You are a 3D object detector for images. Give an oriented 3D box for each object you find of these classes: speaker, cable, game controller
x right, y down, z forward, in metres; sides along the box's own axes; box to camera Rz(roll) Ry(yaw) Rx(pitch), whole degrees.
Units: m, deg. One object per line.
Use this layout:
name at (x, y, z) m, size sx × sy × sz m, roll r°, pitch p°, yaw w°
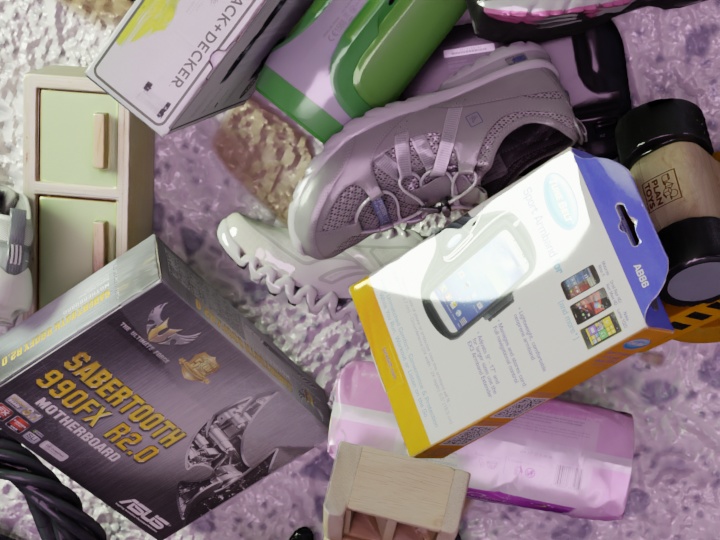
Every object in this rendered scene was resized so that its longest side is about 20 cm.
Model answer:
speaker at (0.022, -0.172, 0.970) m, size 0.088 × 0.088 × 0.200 m, roll 38°, pitch 93°, yaw -2°
cable at (-0.247, 0.174, 1.068) m, size 0.163 × 0.051 × 0.200 m, roll 24°, pitch 145°, yaw 16°
game controller at (0.078, -0.112, 1.021) m, size 0.199 × 0.042 × 0.105 m, roll -7°, pitch 87°, yaw 9°

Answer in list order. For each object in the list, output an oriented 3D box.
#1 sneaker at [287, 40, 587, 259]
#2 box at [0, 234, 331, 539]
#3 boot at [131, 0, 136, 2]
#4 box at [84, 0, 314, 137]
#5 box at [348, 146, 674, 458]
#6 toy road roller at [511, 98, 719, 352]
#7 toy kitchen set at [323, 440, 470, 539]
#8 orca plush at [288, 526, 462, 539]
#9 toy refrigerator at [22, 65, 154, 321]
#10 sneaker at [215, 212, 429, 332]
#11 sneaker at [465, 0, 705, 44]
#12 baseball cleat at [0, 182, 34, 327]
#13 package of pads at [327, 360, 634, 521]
sneaker at (0.046, -0.064, 0.945) m, size 0.200 × 0.075 × 0.082 m, roll -33°, pitch 56°, yaw 0°
box at (-0.137, 0.086, 1.034) m, size 0.158 × 0.048 × 0.200 m, roll -31°, pitch 131°, yaw 14°
boot at (-0.138, -0.274, 0.991) m, size 0.158 × 0.079 × 0.211 m, roll 29°, pitch 73°, yaw 32°
box at (-0.084, -0.154, 0.946) m, size 0.060 × 0.200 × 0.117 m, roll 39°, pitch 106°, yaw -1°
box at (0.094, 0.018, 0.911) m, size 0.200 × 0.041 × 0.119 m, roll -31°, pitch 66°, yaw 28°
toy road roller at (0.177, 0.000, 0.977) m, size 0.200 × 0.123 × 0.146 m, roll -29°, pitch 142°, yaw 29°
toy kitchen set at (-0.040, 0.216, 0.942) m, size 0.163 × 0.180 × 0.200 m, roll 13°, pitch 72°, yaw 3°
orca plush at (-0.029, 0.208, 1.089) m, size 0.200 × 0.105 × 0.071 m, roll -34°, pitch 65°, yaw 17°
toy refrigerator at (-0.187, -0.036, 1.055) m, size 0.076 × 0.070 × 0.201 m, roll 5°, pitch 103°, yaw 7°
sneaker at (0.000, 0.000, 1.039) m, size 0.200 × 0.075 × 0.081 m, roll 24°, pitch 96°, yaw -8°
sneaker at (0.150, -0.200, 0.958) m, size 0.200 × 0.080 × 0.087 m, roll -15°, pitch 87°, yaw -18°
baseball cleat at (-0.269, -0.007, 1.049) m, size 0.200 × 0.070 × 0.107 m, roll -5°, pitch 73°, yaw 50°
package of pads at (0.079, 0.114, 1.018) m, size 0.199 × 0.121 × 0.076 m, roll 10°, pitch 82°, yaw 5°
